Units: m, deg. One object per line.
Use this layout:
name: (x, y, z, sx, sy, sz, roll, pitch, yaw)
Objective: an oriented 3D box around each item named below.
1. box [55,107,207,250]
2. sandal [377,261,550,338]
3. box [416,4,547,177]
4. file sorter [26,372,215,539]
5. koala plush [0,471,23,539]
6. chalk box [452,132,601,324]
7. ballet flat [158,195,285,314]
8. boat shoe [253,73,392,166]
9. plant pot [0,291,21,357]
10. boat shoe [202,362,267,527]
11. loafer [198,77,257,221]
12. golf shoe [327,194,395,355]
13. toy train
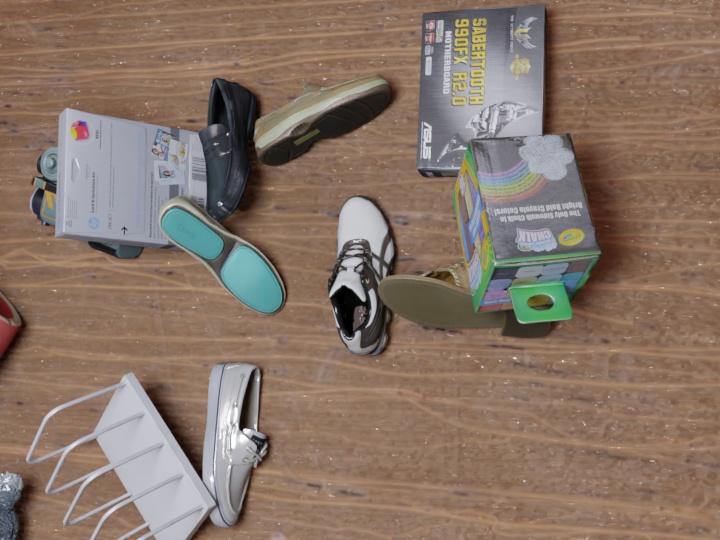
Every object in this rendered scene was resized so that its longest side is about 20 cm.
box: (-0.288, -0.112, 1.192, 0.041, 0.197, 0.160, -13, 75, 53)
sandal: (0.128, 0.025, 1.117, 0.207, 0.079, 0.070, 11, 47, 8)
box: (0.151, -0.219, 1.146, 0.155, 0.048, 0.205, 1, 82, 17)
file sorter: (-0.300, 0.262, 1.136, 0.201, 0.123, 0.139, 52, 131, 17)
koala plush: (-0.540, 0.334, 1.211, 0.195, 0.184, 0.182, 10, 84, 5)
chalk box: (0.184, -0.032, 1.032, 0.121, 0.124, 0.204, -4, 65, -6)
ballet flat: (-0.175, -0.023, 1.193, 0.070, 0.070, 0.200, -45, 107, 4)
boat shoe: (-0.056, -0.214, 1.199, 0.196, 0.072, 0.078, -23, 64, 12)
plant pot: (-0.571, 0.088, 1.247, 0.200, 0.201, 0.178, 43, 86, 18)
boat shoe: (-0.151, 0.217, 1.160, 0.068, 0.071, 0.205, -4, 74, 18)
loafer: (-0.179, -0.158, 1.192, 0.067, 0.070, 0.205, -25, 51, 41)
golf shoe: (0.000, 0.000, 1.134, 0.076, 0.094, 0.205, -8, 78, 16)
toy train: (-0.369, -0.094, 1.266, 0.196, 0.085, 0.116, 20, 97, 18)
